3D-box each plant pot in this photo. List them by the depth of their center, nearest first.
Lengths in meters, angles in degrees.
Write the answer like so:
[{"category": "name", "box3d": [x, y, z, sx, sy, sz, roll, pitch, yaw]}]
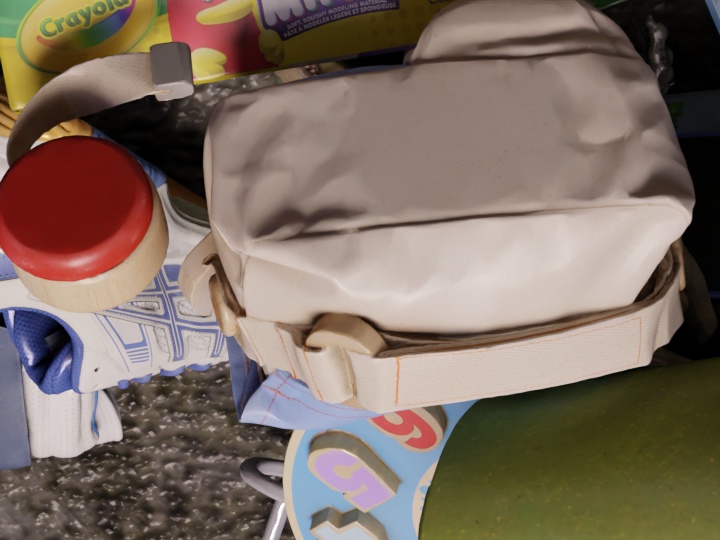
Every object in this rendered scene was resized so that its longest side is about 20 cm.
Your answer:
[{"category": "plant pot", "box3d": [0.123, 0.098, 0.745, 0.190, 0.200, 0.200, -1, 140, 25]}]

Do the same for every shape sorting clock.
[{"category": "shape sorting clock", "box3d": [0.069, 0.092, 0.878, 0.200, 0.039, 0.200, 8, 138, 7]}]

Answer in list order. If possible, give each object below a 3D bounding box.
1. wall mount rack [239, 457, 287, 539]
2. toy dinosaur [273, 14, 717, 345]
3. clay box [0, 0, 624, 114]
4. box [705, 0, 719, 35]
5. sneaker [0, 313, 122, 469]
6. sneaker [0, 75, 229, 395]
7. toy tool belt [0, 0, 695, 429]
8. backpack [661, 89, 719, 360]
[{"category": "wall mount rack", "box3d": [0.042, 0.140, 1.015, 0.200, 0.174, 0.075, 15, 99, -22]}, {"category": "toy dinosaur", "box3d": [0.063, -0.050, 0.864, 0.088, 0.200, 0.047, -57, 146, -5]}, {"category": "clay box", "box3d": [-0.012, -0.094, 0.812, 0.200, 0.115, 0.048, -11, 101, 0]}, {"category": "box", "box3d": [0.131, -0.144, 0.724, 0.038, 0.200, 0.137, 4, 134, -18]}, {"category": "sneaker", "box3d": [-0.168, 0.063, 0.966, 0.146, 0.081, 0.200, 21, 122, -21]}, {"category": "sneaker", "box3d": [-0.083, 0.007, 0.897, 0.200, 0.075, 0.088, 31, 89, -46]}, {"category": "toy tool belt", "box3d": [0.000, 0.000, 0.758, 0.200, 0.125, 0.123, -9, 148, 1]}, {"category": "backpack", "box3d": [0.155, 0.032, 0.933, 0.183, 0.147, 0.200, -4, 135, 15]}]
